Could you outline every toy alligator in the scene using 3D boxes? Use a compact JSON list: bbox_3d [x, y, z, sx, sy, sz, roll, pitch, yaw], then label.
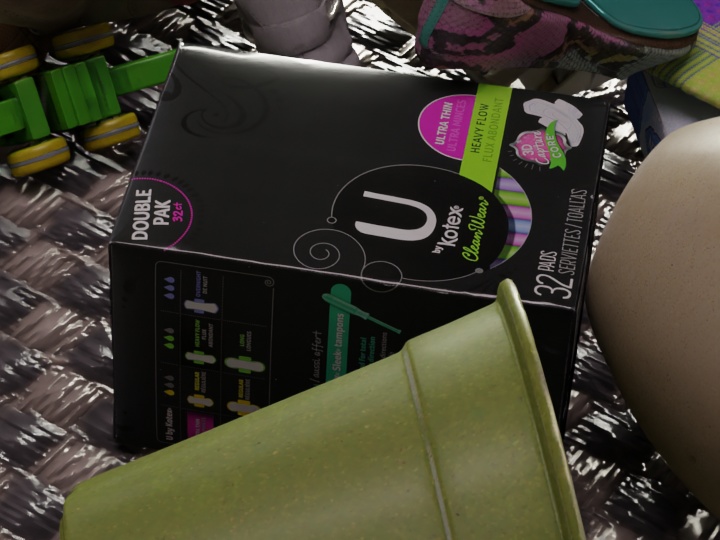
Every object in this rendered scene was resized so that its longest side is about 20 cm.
[{"bbox_3d":[-0.176,-0.075,1.303,0.200,0.059,0.054,-21,8,-25],"label":"toy alligator"}]

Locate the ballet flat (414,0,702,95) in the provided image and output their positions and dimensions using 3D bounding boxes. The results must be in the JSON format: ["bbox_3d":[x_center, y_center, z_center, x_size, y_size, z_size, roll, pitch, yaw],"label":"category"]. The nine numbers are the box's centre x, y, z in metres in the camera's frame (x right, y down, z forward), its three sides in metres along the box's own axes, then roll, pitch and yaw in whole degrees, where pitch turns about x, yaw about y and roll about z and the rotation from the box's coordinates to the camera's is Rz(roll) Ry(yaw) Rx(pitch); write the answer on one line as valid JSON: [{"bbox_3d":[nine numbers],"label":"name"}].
[{"bbox_3d":[0.086,-0.112,1.244,0.069,0.071,0.200,48,25,25],"label":"ballet flat"}]

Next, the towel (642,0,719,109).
[{"bbox_3d":[0.235,-0.123,1.342,0.143,0.023,0.200,32,49,28],"label":"towel"}]

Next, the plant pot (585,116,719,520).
[{"bbox_3d":[0.175,0.010,1.121,0.134,0.201,0.200,28,48,23],"label":"plant pot"}]

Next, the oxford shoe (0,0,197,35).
[{"bbox_3d":[-0.139,-0.155,1.341,0.075,0.200,0.071,-26,84,18],"label":"oxford shoe"}]

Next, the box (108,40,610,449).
[{"bbox_3d":[0.000,0.000,1.178,0.199,0.125,0.149,8,41,6],"label":"box"}]

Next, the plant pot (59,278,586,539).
[{"bbox_3d":[-0.011,0.121,1.023,0.189,0.200,0.200,-13,44,1],"label":"plant pot"}]

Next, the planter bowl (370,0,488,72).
[{"bbox_3d":[0.069,-0.187,1.356,0.200,0.200,0.135,29,74,25],"label":"planter bowl"}]

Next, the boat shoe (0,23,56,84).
[{"bbox_3d":[-0.193,-0.146,1.373,0.069,0.071,0.200,1,42,36],"label":"boat shoe"}]

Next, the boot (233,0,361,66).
[{"bbox_3d":[-0.044,-0.138,1.360,0.073,0.096,0.200,-16,17,2],"label":"boot"}]

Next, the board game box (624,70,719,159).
[{"bbox_3d":[0.248,-0.041,1.298,0.199,0.043,0.199,-4,41,-8],"label":"board game box"}]
